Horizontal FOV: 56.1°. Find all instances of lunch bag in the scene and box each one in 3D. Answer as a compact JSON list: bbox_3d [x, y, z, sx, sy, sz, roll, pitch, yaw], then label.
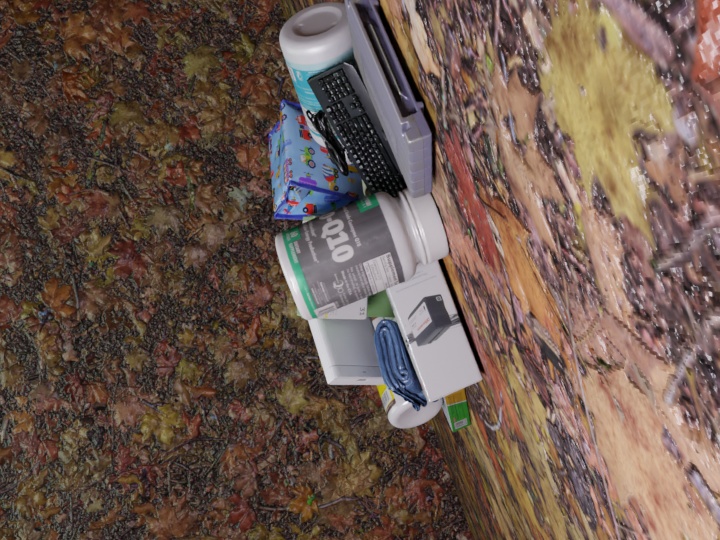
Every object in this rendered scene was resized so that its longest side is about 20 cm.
[{"bbox_3d":[-0.034,-0.160,1.041,0.094,0.195,0.154,130,139,-54],"label":"lunch bag"}]

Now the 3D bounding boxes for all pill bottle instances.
[{"bbox_3d":[0.002,-0.027,0.835,0.113,0.195,0.116,159,89,-89],"label":"pill bottle"},{"bbox_3d":[0.075,0.186,1.285,0.110,0.107,0.203,70,179,-53],"label":"pill bottle"},{"bbox_3d":[-0.032,-0.246,0.920,0.202,0.108,0.112,70,178,-46],"label":"pill bottle"}]

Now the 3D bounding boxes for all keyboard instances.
[{"bbox_3d":[-0.007,-0.155,0.860,0.040,0.102,0.202,-52,-60,-39],"label":"keyboard"}]

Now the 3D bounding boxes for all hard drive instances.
[{"bbox_3d":[-0.029,0.081,1.065,0.130,0.027,0.204,11,-129,-47],"label":"hard drive"}]

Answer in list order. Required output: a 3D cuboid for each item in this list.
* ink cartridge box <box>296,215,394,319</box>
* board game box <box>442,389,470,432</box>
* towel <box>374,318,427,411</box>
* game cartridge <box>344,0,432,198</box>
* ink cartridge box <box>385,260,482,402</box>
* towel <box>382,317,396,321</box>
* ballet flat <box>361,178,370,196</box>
[{"bbox_3d":[0.000,0.000,1.029,0.048,0.196,0.150,2,88,58],"label":"ink cartridge box"},{"bbox_3d":[0.153,0.187,1.311,0.155,0.039,0.203,72,178,-52],"label":"board game box"},{"bbox_3d":[0.070,0.151,1.071,0.200,0.047,0.114,43,-151,-62],"label":"towel"},{"bbox_3d":[0.032,-0.193,0.728,0.130,0.038,0.204,61,-172,-70],"label":"game cartridge"},{"bbox_3d":[0.093,0.067,0.954,0.145,0.082,0.205,58,-168,-86],"label":"ink cartridge box"},{"bbox_3d":[0.055,0.013,1.201,0.200,0.023,0.157,-126,47,-66],"label":"towel"},{"bbox_3d":[0.039,-0.110,0.964,0.069,0.066,0.203,-111,1,-47],"label":"ballet flat"}]
